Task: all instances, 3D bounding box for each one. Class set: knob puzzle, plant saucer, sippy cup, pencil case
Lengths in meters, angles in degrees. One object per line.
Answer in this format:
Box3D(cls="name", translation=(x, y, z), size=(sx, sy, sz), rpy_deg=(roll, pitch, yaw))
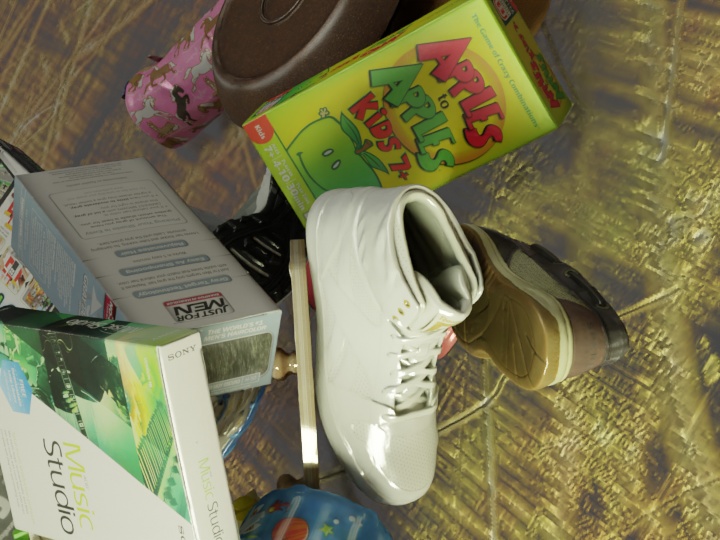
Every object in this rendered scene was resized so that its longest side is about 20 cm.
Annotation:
Box3D(cls="knob puzzle", translation=(-0.045, 0.068, 1.170), size=(0.220, 0.030, 0.222), rpy_deg=(177, 90, -88))
Box3D(cls="plant saucer", translation=(-0.047, -0.199, 1.335), size=(0.200, 0.034, 0.201), rpy_deg=(-30, 43, 33))
Box3D(cls="sippy cup", translation=(-0.039, 0.207, 1.074), size=(0.176, 0.140, 0.131), rpy_deg=(4, 50, 21))
Box3D(cls="pencil case", translation=(-0.132, -0.196, 1.629), size=(0.200, 0.087, 0.083), rpy_deg=(-36, 5, 38))

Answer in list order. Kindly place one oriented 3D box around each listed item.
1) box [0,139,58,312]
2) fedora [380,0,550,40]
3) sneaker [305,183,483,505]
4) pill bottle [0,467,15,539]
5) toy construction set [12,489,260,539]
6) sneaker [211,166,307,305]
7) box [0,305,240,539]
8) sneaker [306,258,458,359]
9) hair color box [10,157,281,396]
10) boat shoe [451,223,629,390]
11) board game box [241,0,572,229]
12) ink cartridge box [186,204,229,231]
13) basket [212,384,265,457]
Box3D(cls="box", translation=(-0.243, -0.008, 1.313), size=(0.200, 0.035, 0.110), rpy_deg=(39, 99, 40))
Box3D(cls="fedora", translation=(0.078, -0.196, 1.283), size=(0.200, 0.082, 0.202), rpy_deg=(-38, 35, 32))
Box3D(cls="sneaker", translation=(0.026, 0.047, 1.075), size=(0.115, 0.073, 0.202), rpy_deg=(-5, 98, 59))
Box3D(cls="pill bottle", translation=(-0.278, 0.167, 1.412), size=(0.114, 0.199, 0.114), rpy_deg=(-38, 36, 35))
Box3D(cls="toy construction set", translation=(-0.161, 0.176, 1.210), size=(0.092, 0.199, 0.132), rpy_deg=(108, 139, -71))
Box3D(cls="sneaker", translation=(-0.077, -0.013, 1.357), size=(0.079, 0.074, 0.200), rpy_deg=(-51, 3, 43))
Box3D(cls="box", translation=(-0.157, 0.100, 1.078), size=(0.199, 0.036, 0.145), rpy_deg=(3, 109, 45))
Box3D(cls="sneaker", translation=(0.000, 0.000, 1.227), size=(0.200, 0.087, 0.074), rpy_deg=(15, 76, 61))
Box3D(cls="hair color box", translation=(-0.143, 0.004, 1.156), size=(0.200, 0.098, 0.061), rpy_deg=(45, 135, 44))
Box3D(cls="boat shoe", translation=(0.100, 0.022, 1.069), size=(0.200, 0.064, 0.074), rpy_deg=(-125, 38, -66))
Box3D(cls="board game box", translation=(0.030, -0.104, 1.204), size=(0.199, 0.102, 0.048), rpy_deg=(-25, 13, 28))
Box3D(cls="ink cartridge box", translation=(-0.189, 0.035, 1.412), size=(0.043, 0.200, 0.197), rpy_deg=(36, 97, 23))
Box3D(cls="basket", translation=(-0.150, 0.092, 1.356), size=(0.177, 0.139, 0.200), rpy_deg=(-54, -5, 10))
